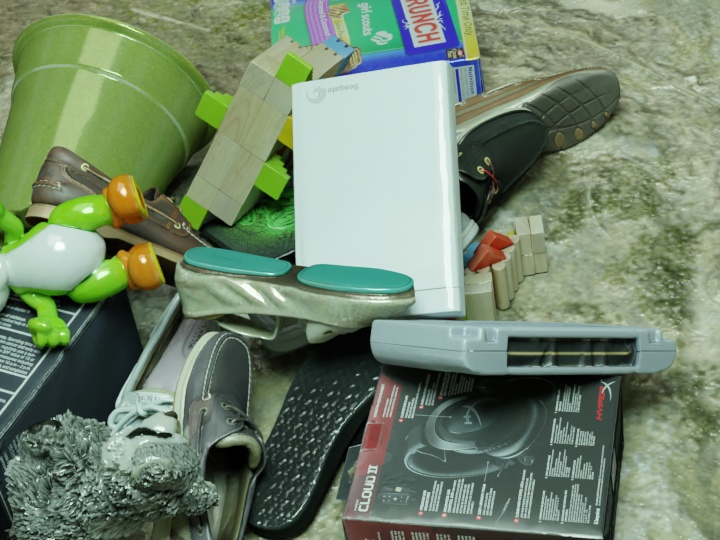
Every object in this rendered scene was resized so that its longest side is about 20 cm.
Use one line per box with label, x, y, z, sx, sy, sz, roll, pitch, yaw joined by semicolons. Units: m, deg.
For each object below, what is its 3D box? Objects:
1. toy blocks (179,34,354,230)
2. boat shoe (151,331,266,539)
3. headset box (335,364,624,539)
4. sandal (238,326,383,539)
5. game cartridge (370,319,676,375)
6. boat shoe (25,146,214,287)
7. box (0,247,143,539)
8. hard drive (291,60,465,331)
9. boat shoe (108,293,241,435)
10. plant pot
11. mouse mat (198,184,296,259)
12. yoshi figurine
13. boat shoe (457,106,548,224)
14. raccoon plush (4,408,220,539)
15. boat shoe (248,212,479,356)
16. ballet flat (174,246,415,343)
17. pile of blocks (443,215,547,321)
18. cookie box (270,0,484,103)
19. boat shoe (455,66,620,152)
toy blocks;-0.078;-0.135;1.371;0.100;0.200;0.137;34;33;5
boat shoe;-0.101;0.133;1.124;0.065;0.072;0.200;-17;48;35
headset box;0.082;0.147;1.094;0.199;0.077;0.149;1;43;14
sandal;-0.027;0.120;1.178;0.075;0.048;0.201;18;63;31
game cartridge;0.115;0.055;1.126;0.200;0.041;0.133;2;3;-33
boat shoe;-0.181;-0.038;1.273;0.070;0.200;0.071;-8;62;47
box;-0.305;0.090;1.206;0.199;0.123;0.199;13;47;21
hard drive;0.012;-0.058;1.199;0.132;0.027;0.201;-7;75;18
boat shoe;-0.151;0.089;1.206;0.074;0.065;0.202;7;47;21
plant pot;-0.247;-0.090;1.368;0.199;0.200;0.190;5;57;17
mouse mat;-0.049;-0.052;1.332;0.161;0.008;0.200;-24;17;-14
yoshi figurine;-0.252;-0.004;1.136;0.199;0.112;0.113;-15;49;-3
boat shoe;0.091;-0.069;1.324;0.201;0.074;0.063;-37;28;-18
raccoon plush;-0.177;0.189;1.063;0.134;0.201;0.097;17;5;39
boat shoe;-0.001;0.000;1.238;0.202;0.065;0.074;-27;10;13
ballet flat;-0.048;0.024;1.164;0.199;0.063;0.067;9;20;23
pile of blocks;0.086;0.007;1.258;0.082;0.062;0.200;19;50;29
cookie box;0.016;-0.212;1.504;0.199;0.075;0.171;-8;41;3
boat shoe;0.142;-0.146;1.406;0.199;0.076;0.072;-21;41;-13
